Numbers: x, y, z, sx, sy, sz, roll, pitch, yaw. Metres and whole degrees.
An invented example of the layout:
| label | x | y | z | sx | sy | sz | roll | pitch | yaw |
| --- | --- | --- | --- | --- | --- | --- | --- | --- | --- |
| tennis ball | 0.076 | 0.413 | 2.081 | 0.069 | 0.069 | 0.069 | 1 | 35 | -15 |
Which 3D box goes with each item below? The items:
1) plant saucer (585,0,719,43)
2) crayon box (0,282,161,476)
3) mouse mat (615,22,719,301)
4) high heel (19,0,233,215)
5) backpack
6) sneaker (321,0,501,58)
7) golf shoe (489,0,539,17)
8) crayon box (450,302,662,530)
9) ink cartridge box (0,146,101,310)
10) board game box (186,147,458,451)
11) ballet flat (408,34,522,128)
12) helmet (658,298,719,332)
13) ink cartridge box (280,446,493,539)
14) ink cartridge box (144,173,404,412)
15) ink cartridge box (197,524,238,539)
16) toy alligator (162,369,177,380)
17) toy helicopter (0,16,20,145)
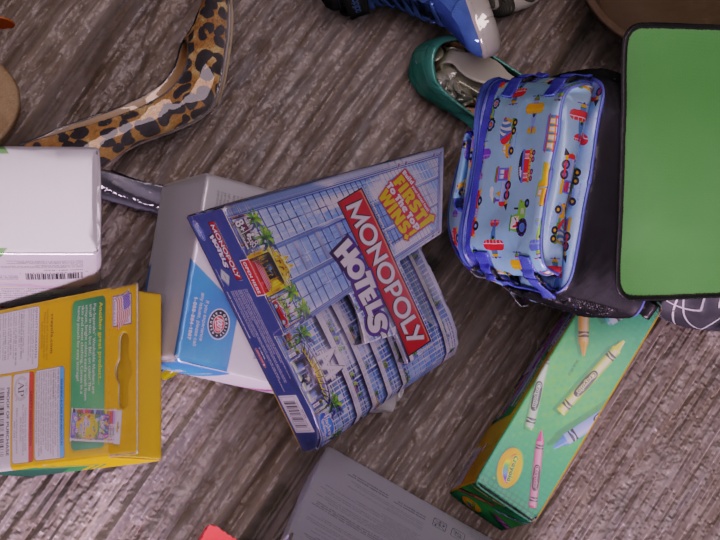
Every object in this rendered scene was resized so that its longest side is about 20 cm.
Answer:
| label | x | y | z | sx | sy | sz | roll | pitch | yaw |
| --- | --- | --- | --- | --- | --- | --- | --- | --- | --- |
| plant saucer | 0.279 | -0.227 | 1.765 | 0.198 | 0.030 | 0.201 | 0 | 45 | 0 |
| crayon box | -0.210 | 0.085 | 1.616 | 0.051 | 0.199 | 0.127 | 8 | 77 | -42 |
| mouse mat | 0.255 | -0.079 | 1.571 | 0.160 | 0.008 | 0.202 | -1 | 97 | -27 |
| high heel | -0.183 | -0.151 | 1.716 | 0.142 | 0.071 | 0.202 | 16 | 87 | -10 |
| backpack | 0.137 | -0.064 | 1.627 | 0.134 | 0.200 | 0.184 | 11 | 91 | -32 |
| sneaker | 0.028 | -0.224 | 1.729 | 0.111 | 0.077 | 0.200 | -27 | 57 | -7 |
| golf shoe | 0.096 | -0.308 | 1.790 | 0.088 | 0.077 | 0.201 | -16 | 88 | -25 |
| crayon box | 0.153 | 0.104 | 1.692 | 0.058 | 0.119 | 0.201 | 33 | 78 | 0 |
| ink cartridge box | -0.268 | -0.028 | 1.622 | 0.144 | 0.200 | 0.085 | 0 | 77 | -7 |
| board game box | 0.000 | 0.000 | 1.618 | 0.199 | 0.062 | 0.201 | -33 | 102 | -30 |
| ballet flat | 0.129 | -0.129 | 1.754 | 0.199 | 0.070 | 0.068 | 30 | 77 | -2 |
| helmet | 0.282 | -0.055 | 1.697 | 0.190 | 0.200 | 0.201 | -29 | 85 | -12 |
| ink cartridge box | 0.033 | 0.234 | 1.623 | 0.199 | 0.200 | 0.041 | 30 | 111 | -1 |
| ink cartridge box | -0.061 | 0.022 | 1.663 | 0.199 | 0.084 | 0.146 | 15 | 78 | -29 |
| ink cartridge box | -0.056 | 0.286 | 1.623 | 0.199 | 0.067 | 0.117 | 30 | 78 | -1 |
| toy alligator | -0.164 | 0.056 | 1.693 | 0.199 | 0.054 | 0.060 | -32 | 85 | -11 |
| toy helicopter | -0.360 | -0.164 | 1.698 | 0.199 | 0.079 | 0.133 | 26 | 77 | 2 |
